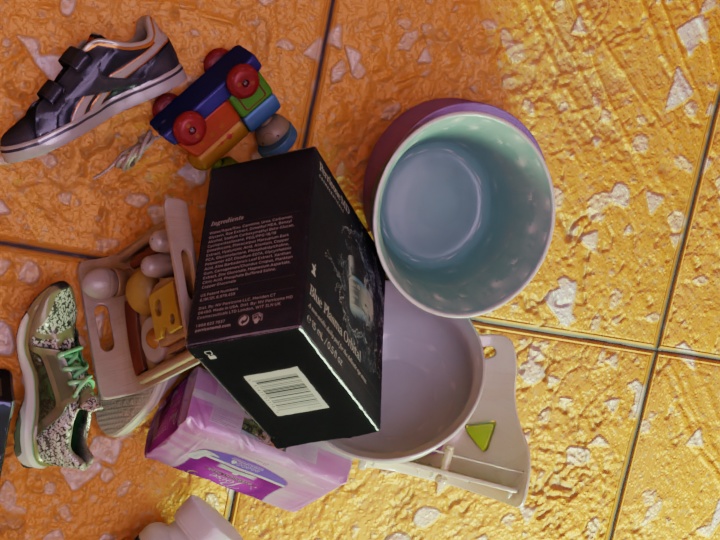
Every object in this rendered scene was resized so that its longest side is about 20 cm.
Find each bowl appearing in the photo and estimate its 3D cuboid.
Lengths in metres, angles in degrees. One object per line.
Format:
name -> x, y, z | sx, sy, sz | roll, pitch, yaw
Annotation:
bowl -> 0.088, -0.062, 1.257 | 0.197, 0.105, 0.204 | -4, 101, -18
bowl -> 0.031, 0.118, 1.282 | 0.199, 0.202, 0.091 | -30, 152, -10

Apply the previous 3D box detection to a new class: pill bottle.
pill bottle -> -0.216, 0.341, 1.306 | 0.111, 0.111, 0.200 | 43, 86, -22

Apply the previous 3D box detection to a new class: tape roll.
tape roll -> 0.105, -0.084, 1.351 | 0.197, 0.066, 0.204 | -4, 104, -18

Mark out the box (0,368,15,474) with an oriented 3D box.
box -> -0.447, 0.168, 1.193 | 0.197, 0.107, 0.151 | 9, 99, -20

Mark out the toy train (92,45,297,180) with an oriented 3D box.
toy train -> -0.162, -0.121, 1.249 | 0.200, 0.085, 0.116 | -42, 124, -6

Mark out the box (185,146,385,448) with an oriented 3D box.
box -> -0.062, 0.028, 1.169 | 0.116, 0.203, 0.197 | -11, 143, 18

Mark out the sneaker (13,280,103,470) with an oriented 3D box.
sneaker -> -0.289, 0.110, 1.235 | 0.087, 0.077, 0.203 | 12, 108, 23

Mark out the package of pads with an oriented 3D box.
package of pads -> -0.117, 0.183, 1.301 | 0.198, 0.120, 0.077 | 25, 52, -21

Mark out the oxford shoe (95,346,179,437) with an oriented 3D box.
oxford shoe -> -0.206, 0.091, 1.271 | 0.201, 0.075, 0.057 | -56, 150, 15

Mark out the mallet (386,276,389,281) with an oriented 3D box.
mallet -> 0.000, 0.000, 1.313 | 0.198, 0.041, 0.066 | 27, 126, -7

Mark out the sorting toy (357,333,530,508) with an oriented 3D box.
sorting toy -> 0.099, 0.150, 1.387 | 0.197, 0.107, 0.183 | 16, 86, -16

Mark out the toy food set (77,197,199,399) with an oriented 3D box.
toy food set -> -0.212, 0.032, 1.180 | 0.060, 0.199, 0.146 | -4, 76, -36

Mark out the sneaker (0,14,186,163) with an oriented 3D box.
sneaker -> -0.270, -0.179, 1.197 | 0.199, 0.078, 0.080 | -33, 115, -21
